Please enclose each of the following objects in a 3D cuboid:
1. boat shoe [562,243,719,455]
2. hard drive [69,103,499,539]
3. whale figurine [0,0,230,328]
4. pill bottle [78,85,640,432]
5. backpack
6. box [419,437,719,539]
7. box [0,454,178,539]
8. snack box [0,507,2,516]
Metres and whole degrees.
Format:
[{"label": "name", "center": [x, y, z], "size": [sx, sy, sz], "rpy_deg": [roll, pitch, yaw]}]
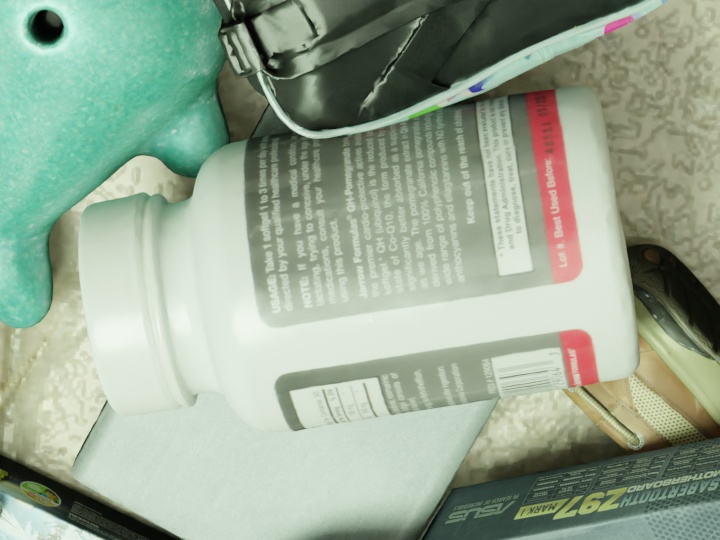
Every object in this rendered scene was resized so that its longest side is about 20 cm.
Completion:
[{"label": "boat shoe", "center": [0.150, 0.083, 1.060], "size": [0.074, 0.076, 0.200], "rpy_deg": [-39, 92, 17]}, {"label": "hard drive", "center": [-0.011, 0.029, 1.067], "size": [0.139, 0.033, 0.201], "rpy_deg": [28, 104, -5]}, {"label": "whale figurine", "center": [-0.126, -0.070, 1.008], "size": [0.158, 0.104, 0.201], "rpy_deg": [25, 106, -5]}, {"label": "pill bottle", "center": [0.000, 0.000, 0.984], "size": [0.198, 0.111, 0.112], "rpy_deg": [-9, 105, 5]}, {"label": "backpack", "center": [0.034, -0.156, 0.952], "size": [0.199, 0.151, 0.179], "rpy_deg": [-21, 101, 6]}, {"label": "box", "center": [0.139, 0.144, 1.027], "size": [0.199, 0.051, 0.158], "rpy_deg": [-14, 116, 36]}, {"label": "box", "center": [-0.177, 0.142, 1.102], "size": [0.199, 0.040, 0.138], "rpy_deg": [26, 104, -4]}, {"label": "snack box", "center": [-0.244, 0.067, 1.049], "size": [0.200, 0.024, 0.072], "rpy_deg": [37, 94, -6]}]
